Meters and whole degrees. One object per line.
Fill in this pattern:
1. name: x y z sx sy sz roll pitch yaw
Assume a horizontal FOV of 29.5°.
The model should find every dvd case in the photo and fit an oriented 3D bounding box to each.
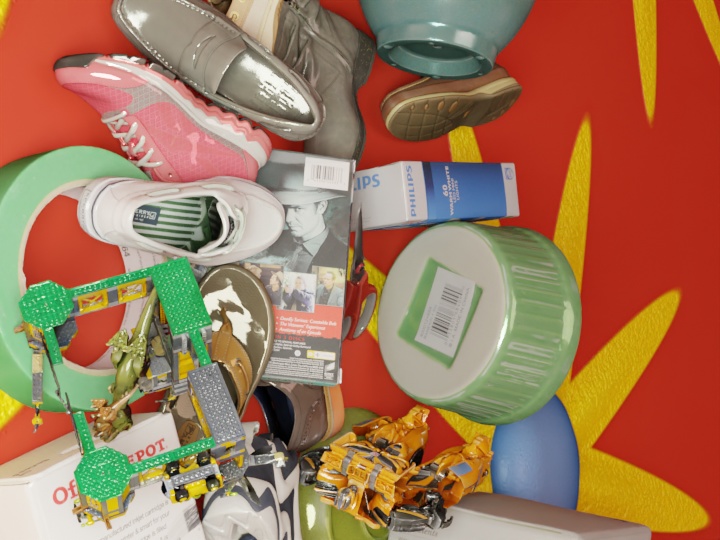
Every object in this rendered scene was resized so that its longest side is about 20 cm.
1. dvd case: -0.082 -0.007 1.169 0.145 0.022 0.201 6 77 -9

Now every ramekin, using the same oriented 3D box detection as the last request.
1. ramekin: 0.108 0.047 1.339 0.097 0.199 0.201 13 74 -43

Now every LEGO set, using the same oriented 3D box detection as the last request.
1. LEGO set: -0.156 0.094 0.966 0.153 0.116 0.201 -24 65 -19

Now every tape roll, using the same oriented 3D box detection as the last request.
1. tape roll: -0.216 0.008 1.046 0.200 0.048 0.202 11 76 -51

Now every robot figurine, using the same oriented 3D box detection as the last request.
1. robot figurine: 0.033 0.175 1.222 0.200 0.144 0.059 -10 118 -61

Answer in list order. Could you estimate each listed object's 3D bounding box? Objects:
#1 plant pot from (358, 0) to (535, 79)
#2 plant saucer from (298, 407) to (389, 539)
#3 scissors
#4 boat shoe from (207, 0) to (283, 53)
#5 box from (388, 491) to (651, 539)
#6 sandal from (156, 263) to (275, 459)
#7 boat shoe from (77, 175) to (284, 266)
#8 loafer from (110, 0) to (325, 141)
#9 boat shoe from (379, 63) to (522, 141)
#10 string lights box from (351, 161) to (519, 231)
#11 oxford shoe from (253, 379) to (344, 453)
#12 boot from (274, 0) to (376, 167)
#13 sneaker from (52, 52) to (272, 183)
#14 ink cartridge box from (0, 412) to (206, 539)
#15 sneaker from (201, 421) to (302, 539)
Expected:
1. plant pot: 0.083 -0.270 1.359 0.200 0.199 0.135 18 76 -49
2. plant saucer: 0.007 0.231 1.308 0.199 0.031 0.202 10 77 -51
3. scissors: 0.000 0.000 1.258 0.073 0.014 0.201 -32 148 -39
4. boat shoe: -0.106 -0.247 1.206 0.069 0.074 0.201 15 69 -21
5. box: 0.146 0.311 1.300 0.199 0.199 0.173 13 86 -59
6. sandal: -0.123 0.091 1.100 0.080 0.054 0.201 23 78 -6
7. boat shoe: -0.123 -0.033 1.065 0.199 0.067 0.074 -3 107 -47
8. loafer: -0.115 -0.175 1.129 0.199 0.070 0.070 29 91 -10
9. boat shoe: 0.087 -0.188 1.458 0.199 0.072 0.068 -18 65 -44
10. string lights box: 0.062 -0.075 1.368 0.199 0.102 0.059 -6 89 -52
11. oxford shoe: -0.070 0.066 1.206 0.073 0.071 0.201 -27 105 -44
12. boot: -0.056 -0.176 1.276 0.130 0.067 0.201 34 51 -39
13. sneaker: -0.160 -0.106 1.099 0.199 0.074 0.087 27 74 -32
14. ink cartridge box: -0.189 0.222 1.014 0.145 0.084 0.201 -24 102 -51
15. sneaker: -0.080 0.208 1.159 0.130 0.079 0.200 -83 158 -44
